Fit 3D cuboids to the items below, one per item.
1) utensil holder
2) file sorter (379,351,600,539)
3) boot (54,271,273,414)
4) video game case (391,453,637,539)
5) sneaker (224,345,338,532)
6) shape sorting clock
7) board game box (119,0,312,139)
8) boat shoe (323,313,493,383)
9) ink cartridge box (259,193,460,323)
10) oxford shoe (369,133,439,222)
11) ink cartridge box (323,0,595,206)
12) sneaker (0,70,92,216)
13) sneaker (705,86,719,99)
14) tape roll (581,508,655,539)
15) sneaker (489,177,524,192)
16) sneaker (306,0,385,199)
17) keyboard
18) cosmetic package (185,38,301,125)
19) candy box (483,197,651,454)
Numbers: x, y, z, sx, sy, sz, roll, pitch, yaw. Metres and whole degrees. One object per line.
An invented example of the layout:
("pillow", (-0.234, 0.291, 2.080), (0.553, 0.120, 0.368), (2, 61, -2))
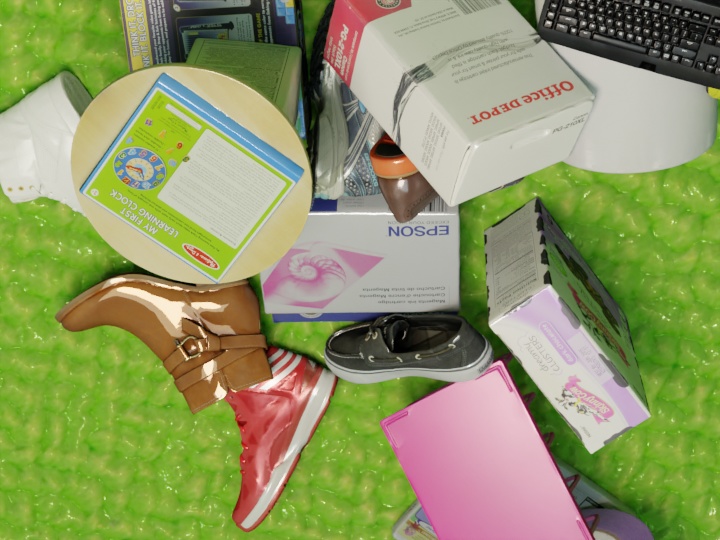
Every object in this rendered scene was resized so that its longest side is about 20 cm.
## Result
("utensil holder", (0.238, -0.210, 1.456), (0.168, 0.170, 0.202), (-6, 117, 5))
("file sorter", (0.136, 0.199, 1.637), (0.138, 0.125, 0.201), (-28, 89, 16))
("boot", (-0.192, 0.069, 1.633), (0.198, 0.077, 0.157), (-20, 91, -2))
("video game case", (0.165, 0.272, 1.759), (0.199, 0.022, 0.182), (35, 111, -14))
("sneaker", (-0.112, 0.165, 1.704), (0.115, 0.078, 0.201), (28, 101, -1))
("shape sorting clock", (-0.136, -0.076, 1.320), (0.198, 0.039, 0.202), (2, 120, 4))
("board game box", (-0.135, -0.219, 1.527), (0.163, 0.057, 0.202), (-1, 115, 5))
("boat shoe", (0.040, 0.069, 1.609), (0.198, 0.069, 0.057), (-1, 137, 38))
("ink cartridge box", (0.000, 0.000, 1.588), (0.194, 0.044, 0.201), (-1, 138, 4))
("oxford shoe", (0.076, -0.112, 1.503), (0.071, 0.200, 0.073), (9, 122, 38))
("ink cartridge box", (0.084, -0.169, 1.424), (0.144, 0.200, 0.085), (-23, 150, -29))
("sneaker", (-0.281, -0.080, 1.593), (0.115, 0.074, 0.201), (-26, 101, 16))
("sneaker", (0.376, -0.173, 1.454), (0.084, 0.199, 0.075), (16, 108, 33))
("tape roll", (0.216, 0.331, 1.662), (0.198, 0.201, 0.066), (-22, 113, 12))
("sneaker", (0.063, -0.088, 1.574), (0.198, 0.081, 0.075), (-8, 136, 11))
("sneaker", (-0.003, -0.163, 1.517), (0.085, 0.078, 0.202), (5, 85, -13))
("keyboard", (0.249, -0.205, 1.339), (0.198, 0.040, 0.105), (14, 121, 0))
("cosmetic package", (-0.109, -0.134, 1.424), (0.102, 0.201, 0.074), (5, 118, 2))
("candy box", (0.192, 0.049, 1.556), (0.071, 0.200, 0.168), (-33, 110, 16))
